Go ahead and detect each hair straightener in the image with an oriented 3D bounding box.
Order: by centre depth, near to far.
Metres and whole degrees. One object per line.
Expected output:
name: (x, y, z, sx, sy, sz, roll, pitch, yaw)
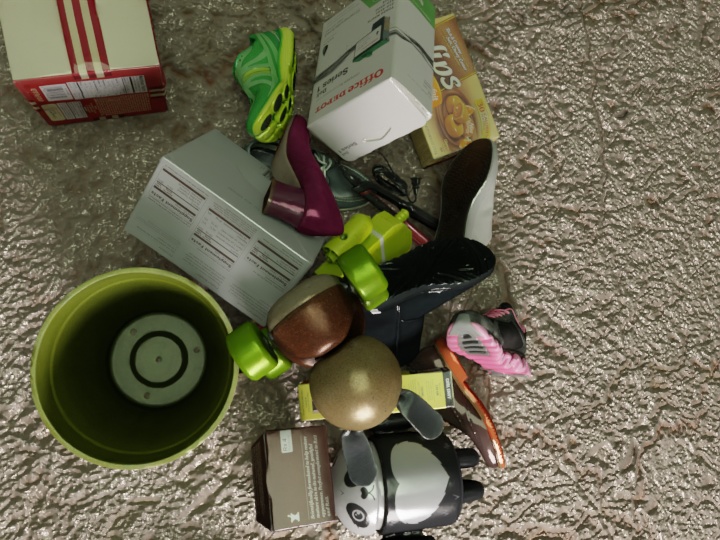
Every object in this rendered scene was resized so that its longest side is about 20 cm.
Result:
hair straightener: (0.052, -0.107, 0.832, 0.199, 0.041, 0.077, 34, 76, -21)

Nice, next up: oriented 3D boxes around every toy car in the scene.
toy car: (-0.009, 0.106, 0.600, 0.164, 0.158, 0.201, -35, 80, -3)

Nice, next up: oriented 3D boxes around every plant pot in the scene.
plant pot: (-0.245, 0.106, 0.680, 0.199, 0.193, 0.202, 1, 84, -13)

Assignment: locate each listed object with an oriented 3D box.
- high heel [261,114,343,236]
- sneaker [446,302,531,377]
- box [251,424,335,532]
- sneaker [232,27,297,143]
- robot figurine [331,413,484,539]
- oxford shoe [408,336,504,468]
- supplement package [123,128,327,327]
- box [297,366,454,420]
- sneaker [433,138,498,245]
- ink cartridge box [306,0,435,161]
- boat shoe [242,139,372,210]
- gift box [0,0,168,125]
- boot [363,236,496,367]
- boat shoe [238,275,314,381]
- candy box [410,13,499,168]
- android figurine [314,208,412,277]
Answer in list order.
high heel: (-0.062, -0.119, 0.728, 0.096, 0.068, 0.201, 20, 47, -17)
sneaker: (0.184, 0.083, 0.815, 0.200, 0.079, 0.096, 37, 63, -49)
box: (-0.086, 0.245, 0.691, 0.074, 0.200, 0.101, -3, 72, -14)
sneaker: (-0.134, -0.251, 0.798, 0.083, 0.074, 0.201, 1, 57, 4)
robot figurine: (0.059, 0.277, 0.767, 0.198, 0.151, 0.126, -1, 124, -13)
oxford shoe: (0.139, 0.198, 0.833, 0.072, 0.071, 0.201, -29, 84, 3)
supplement package: (-0.151, -0.058, 0.725, 0.200, 0.156, 0.111, 36, 115, -8)
box: (0.021, 0.162, 0.773, 0.198, 0.075, 0.051, -6, 84, 4)
sneaker: (0.158, -0.088, 0.841, 0.085, 0.072, 0.201, 30, 76, -50)
ink cartridge box: (0.017, -0.264, 0.761, 0.084, 0.146, 0.201, 32, 51, -39)
boat shoe: (-0.070, -0.135, 0.814, 0.199, 0.062, 0.073, 16, 80, -11)
gift box: (-0.349, -0.299, 0.706, 0.199, 0.184, 0.188, -11, 88, -20)
boot: (0.075, 0.051, 0.779, 0.199, 0.169, 0.077, -18, 53, -14)
boat shoe: (-0.106, 0.079, 0.779, 0.200, 0.069, 0.074, -42, 94, -14)
candy box: (0.116, -0.269, 0.876, 0.115, 0.055, 0.201, -20, 88, -14)
android figurine: (0.000, 0.000, 0.763, 0.041, 0.182, 0.200, 35, 69, 25)
